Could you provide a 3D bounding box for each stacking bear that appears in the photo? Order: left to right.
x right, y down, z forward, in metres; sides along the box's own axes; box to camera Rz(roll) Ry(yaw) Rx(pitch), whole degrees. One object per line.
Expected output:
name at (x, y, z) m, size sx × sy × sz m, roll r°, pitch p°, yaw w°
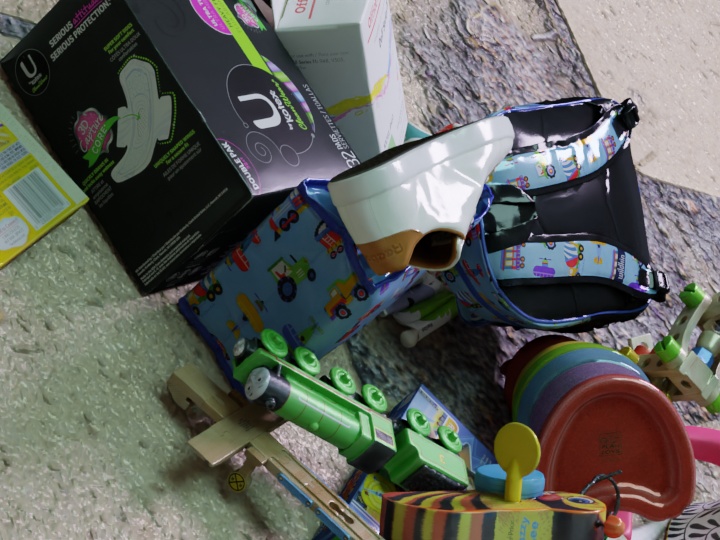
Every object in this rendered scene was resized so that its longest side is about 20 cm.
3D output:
stacking bear at (0.160, 0.104, 1.741) m, size 0.121 × 0.114 × 0.200 m, roll -5°, pitch 14°, yaw -10°

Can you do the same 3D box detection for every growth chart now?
growth chart at (-0.001, -0.026, 1.799) m, size 0.200 × 0.018 × 0.145 m, roll 49°, pitch 32°, yaw 1°

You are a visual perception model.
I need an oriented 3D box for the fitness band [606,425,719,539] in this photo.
fitness band at (0.261, 0.193, 1.798) m, size 0.144 × 0.037 × 0.200 m, roll 9°, pitch 35°, yaw 4°

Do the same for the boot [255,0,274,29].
boot at (-0.122, -0.198, 1.797) m, size 0.146 × 0.070 × 0.200 m, roll 22°, pitch 40°, yaw -27°

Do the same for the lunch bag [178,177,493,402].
lunch bag at (0.000, 0.000, 1.631) m, size 0.200 × 0.151 × 0.094 m, roll -17°, pitch 69°, yaw -52°

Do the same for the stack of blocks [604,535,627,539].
stack of blocks at (0.140, 0.250, 1.586) m, size 0.059 × 0.115 × 0.200 m, roll 50°, pitch 31°, yaw 1°

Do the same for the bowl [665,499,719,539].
bowl at (0.345, 0.250, 1.859) m, size 0.201 × 0.094 × 0.201 m, roll 31°, pitch 37°, yaw -27°

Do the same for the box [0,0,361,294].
box at (-0.124, -0.107, 1.633) m, size 0.200 × 0.124 × 0.149 m, roll 57°, pitch 32°, yaw 10°

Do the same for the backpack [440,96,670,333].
backpack at (0.122, -0.036, 1.771) m, size 0.200 × 0.134 × 0.183 m, roll -9°, pitch 89°, yaw -49°

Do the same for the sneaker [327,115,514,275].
sneaker at (0.048, -0.046, 1.552) m, size 0.200 × 0.073 × 0.085 m, roll -29°, pitch 100°, yaw -54°

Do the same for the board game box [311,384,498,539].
board game box at (0.050, 0.181, 1.621) m, size 0.135 × 0.034 × 0.200 m, roll 45°, pitch 33°, yaw -6°

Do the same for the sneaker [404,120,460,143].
sneaker at (0.103, -0.077, 1.929) m, size 0.200 × 0.070 × 0.093 m, roll 9°, pitch 55°, yaw -43°

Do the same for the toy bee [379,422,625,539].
toy bee at (0.118, 0.161, 1.550) m, size 0.200 × 0.109 × 0.131 m, roll -25°, pitch 110°, yaw -27°

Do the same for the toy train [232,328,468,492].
toy train at (-0.006, 0.101, 1.557) m, size 0.200 × 0.042 × 0.056 m, roll 30°, pitch 33°, yaw -32°

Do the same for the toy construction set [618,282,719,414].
toy construction set at (0.238, 0.072, 1.858) m, size 0.092 × 0.200 × 0.131 m, roll 40°, pitch 68°, yaw -5°

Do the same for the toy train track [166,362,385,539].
toy train track at (-0.051, 0.139, 1.520) m, size 0.200 × 0.033 × 0.115 m, roll 41°, pitch 30°, yaw 13°

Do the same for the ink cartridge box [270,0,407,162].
ink cartridge box at (-0.015, -0.161, 1.740) m, size 0.117 × 0.067 × 0.200 m, roll -78°, pitch 162°, yaw -51°

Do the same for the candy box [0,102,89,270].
candy box at (-0.257, -0.042, 1.491) m, size 0.102 × 0.026 × 0.200 m, roll 46°, pitch 31°, yaw -1°
